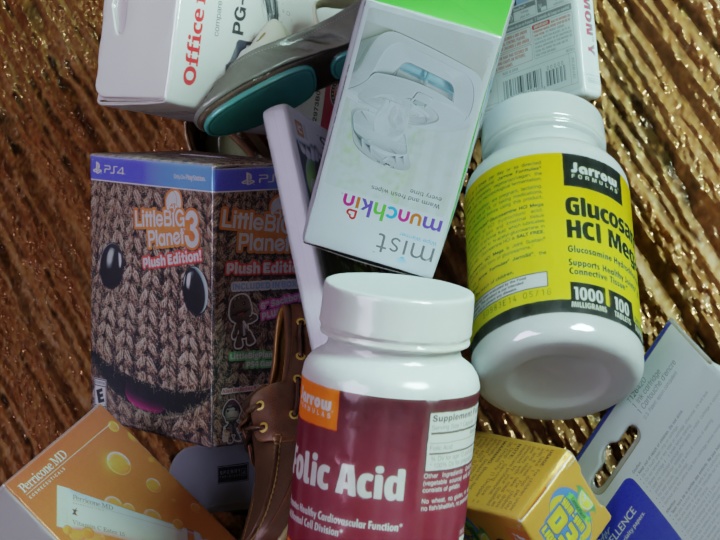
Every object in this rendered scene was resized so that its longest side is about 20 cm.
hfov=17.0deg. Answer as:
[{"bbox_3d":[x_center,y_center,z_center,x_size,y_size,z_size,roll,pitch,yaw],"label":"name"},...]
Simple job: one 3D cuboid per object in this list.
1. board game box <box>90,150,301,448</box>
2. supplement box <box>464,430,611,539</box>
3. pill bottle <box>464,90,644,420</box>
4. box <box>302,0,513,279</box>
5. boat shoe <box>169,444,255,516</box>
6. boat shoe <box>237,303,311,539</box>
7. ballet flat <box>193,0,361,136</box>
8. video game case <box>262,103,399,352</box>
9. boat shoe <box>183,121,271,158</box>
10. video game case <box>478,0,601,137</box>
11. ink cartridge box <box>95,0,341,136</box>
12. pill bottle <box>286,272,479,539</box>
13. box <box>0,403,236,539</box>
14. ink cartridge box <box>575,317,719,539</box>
[{"bbox_3d":[-0.116,0.016,1.760,0.159,0.096,0.202,7,99,50],"label":"board game box"},{"bbox_3d":[0.068,0.149,1.604,0.199,0.067,0.069,5,47,48],"label":"supplement box"},{"bbox_3d":[0.125,-0.013,1.582,0.112,0.112,0.201,-31,47,38],"label":"pill bottle"},{"bbox_3d":[0.036,-0.120,1.595,0.096,0.200,0.178,15,115,2],"label":"box"},{"bbox_3d":[-0.062,0.155,1.806,0.199,0.056,0.069,-3,80,45],"label":"boat shoe"},{"bbox_3d":[-0.054,0.111,1.659,0.072,0.067,0.201,-50,19,55],"label":"boat shoe"},{"bbox_3d":[-0.036,-0.158,1.722,0.067,0.199,0.064,91,154,-65],"label":"ballet flat"},{"bbox_3d":[0.000,0.000,1.681,0.023,0.182,0.201,-20,69,21],"label":"video game case"},{"bbox_3d":[-0.080,-0.051,1.842,0.076,0.074,0.200,-55,50,25],"label":"boat shoe"},{"bbox_3d":[0.086,-0.188,1.731,0.199,0.023,0.184,-17,73,44],"label":"video game case"},{"bbox_3d":[-0.088,-0.180,1.780,0.084,0.199,0.146,5,88,46],"label":"ink cartridge box"},{"bbox_3d":[0.015,0.108,1.513,0.114,0.114,0.202,14,102,46],"label":"pill bottle"},{"bbox_3d":[-0.165,0.215,1.673,0.200,0.124,0.098,44,128,3],"label":"box"},{"bbox_3d":[0.214,0.169,1.532,0.198,0.047,0.200,-58,44,24],"label":"ink cartridge box"}]
